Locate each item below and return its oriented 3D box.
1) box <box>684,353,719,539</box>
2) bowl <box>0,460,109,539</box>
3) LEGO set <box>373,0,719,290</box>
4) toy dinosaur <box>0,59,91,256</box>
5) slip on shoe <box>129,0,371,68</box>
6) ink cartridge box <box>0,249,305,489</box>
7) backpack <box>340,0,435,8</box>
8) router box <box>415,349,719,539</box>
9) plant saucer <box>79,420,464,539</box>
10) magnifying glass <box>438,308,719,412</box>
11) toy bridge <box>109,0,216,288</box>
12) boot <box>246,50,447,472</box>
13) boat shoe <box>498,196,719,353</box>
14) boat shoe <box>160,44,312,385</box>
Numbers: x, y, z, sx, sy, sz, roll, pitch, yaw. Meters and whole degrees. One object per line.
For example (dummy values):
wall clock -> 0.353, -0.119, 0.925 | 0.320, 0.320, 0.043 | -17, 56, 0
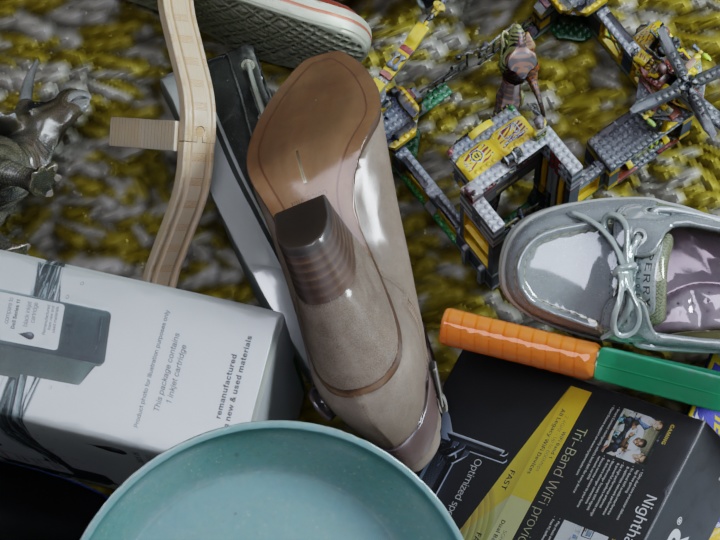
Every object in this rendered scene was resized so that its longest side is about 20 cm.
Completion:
box -> 0.182, 0.121, 1.123 | 0.070, 0.064, 0.201 | 23, 74, 9
bowl -> -0.198, 0.129, 1.069 | 0.199, 0.201, 0.040 | 12, 99, 6
LEGO set -> 0.090, -0.093, 1.166 | 0.199, 0.116, 0.154 | -27, 73, -6
toy dinosaur -> -0.223, -0.050, 1.158 | 0.199, 0.077, 0.102 | -8, 31, -37
slip on shoe -> -0.081, -0.168, 1.227 | 0.199, 0.074, 0.061 | 24, 72, 15
ink cartridge box -> -0.137, 0.056, 1.117 | 0.198, 0.147, 0.084 | 13, 74, 8
backpack -> 0.015, -0.250, 1.178 | 0.150, 0.200, 0.179 | -21, 73, -4
router box -> 0.074, 0.148, 1.086 | 0.157, 0.052, 0.201 | 18, 72, 43
plant saucer -> -0.042, 0.168, 1.017 | 0.198, 0.036, 0.202 | 0, 90, -11
magnifying glass -> 0.136, 0.049, 1.078 | 0.198, 0.080, 0.023 | 11, 91, 13
toy bridge -> -0.103, -0.072, 1.163 | 0.027, 0.067, 0.202 | 1, 94, -39
boot -> 0.000, 0.000, 1.117 | 0.070, 0.147, 0.201 | -15, 35, 17
boat shoe -> 0.168, 0.006, 1.085 | 0.200, 0.065, 0.075 | 11, 89, 1
boat shoe -> -0.042, -0.032, 1.179 | 0.063, 0.071, 0.201 | -24, 71, -4
